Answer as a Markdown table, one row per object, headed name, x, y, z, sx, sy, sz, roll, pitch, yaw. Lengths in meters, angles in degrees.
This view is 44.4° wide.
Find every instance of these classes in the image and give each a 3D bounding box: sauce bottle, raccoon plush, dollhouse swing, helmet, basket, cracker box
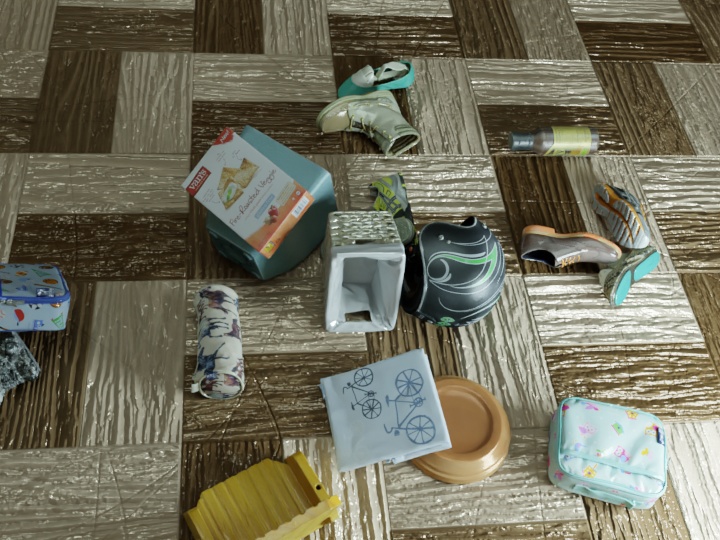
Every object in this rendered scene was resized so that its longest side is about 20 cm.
| name | x | y | z | sx | sy | sz | roll | pitch | yaw |
| --- | --- | --- | --- | --- | --- | --- | --- | --- | --- |
| sauce bottle | 0.426 | -0.287 | 1.958 | 0.196 | 0.065 | 0.066 | -1 | 51 | -7 |
| raccoon plush | -0.618 | 0.160 | 1.468 | 0.133 | 0.098 | 0.199 | -35 | 32 | -15 |
| dollhouse swing | -0.145 | 0.342 | 1.302 | 0.198 | 0.177 | 0.183 | -24 | 58 | -23 |
| helmet | 0.172 | 0.002 | 1.612 | 0.187 | 0.202 | 0.202 | -1 | 50 | -20 |
| basket | 0.000 | 0.000 | 1.585 | 0.133 | 0.202 | 0.125 | -1 | 46 | -8 |
| cracker box | -0.197 | -0.137 | 1.542 | 0.199 | 0.058 | 0.135 | 38 | 89 | 18 |

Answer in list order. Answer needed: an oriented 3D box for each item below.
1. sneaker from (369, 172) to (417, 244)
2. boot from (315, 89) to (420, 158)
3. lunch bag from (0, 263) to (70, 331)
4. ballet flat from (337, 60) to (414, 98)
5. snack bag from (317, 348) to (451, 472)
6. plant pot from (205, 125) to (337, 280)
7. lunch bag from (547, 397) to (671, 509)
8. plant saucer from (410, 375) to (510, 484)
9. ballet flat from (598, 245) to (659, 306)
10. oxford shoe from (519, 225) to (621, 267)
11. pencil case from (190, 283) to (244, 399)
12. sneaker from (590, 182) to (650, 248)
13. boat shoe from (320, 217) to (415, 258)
| name | x | y | z | sx | sy | sz | roll | pitch | yaw |
| --- | --- | --- | --- | --- | --- | --- | --- | --- | --- |
| sneaker | 0.067 | -0.108 | 1.770 | 0.075 | 0.076 | 0.202 | -13 | 46 | 1 |
| boot | 0.016 | -0.308 | 1.916 | 0.197 | 0.073 | 0.156 | -19 | 58 | -22 |
| lunch bag | -0.578 | 0.043 | 1.485 | 0.158 | 0.077 | 0.200 | 4 | 15 | -27 |
| ballet flat | 0.036 | -0.444 | 2.026 | 0.197 | 0.071 | 0.068 | -18 | 56 | -20 |
| snack bag | 0.037 | 0.238 | 1.482 | 0.196 | 0.022 | 0.191 | -17 | 53 | 2 |
| plant pot | -0.179 | -0.105 | 1.653 | 0.194 | 0.197 | 0.201 | 30 | 71 | 16 |
| lunch bag | 0.414 | 0.306 | 1.469 | 0.196 | 0.078 | 0.162 | 13 | 50 | 3 |
| plant saucer | 0.161 | 0.261 | 1.498 | 0.196 | 0.038 | 0.203 | 4 | 50 | -4 |
| ballet flat | 0.516 | 0.006 | 1.742 | 0.075 | 0.069 | 0.199 | 20 | 42 | 37 |
| oxford shoe | 0.413 | -0.032 | 1.748 | 0.196 | 0.072 | 0.074 | 9 | 54 | 16 |
| pencil case | -0.250 | 0.120 | 1.529 | 0.088 | 0.078 | 0.203 | 7 | 49 | -21 |
| sneaker | 0.549 | -0.117 | 1.816 | 0.076 | 0.079 | 0.201 | 4 | 37 | -18 |
| boat shoe | 0.017 | -0.051 | 1.688 | 0.197 | 0.062 | 0.076 | -15 | 77 | 21 |
